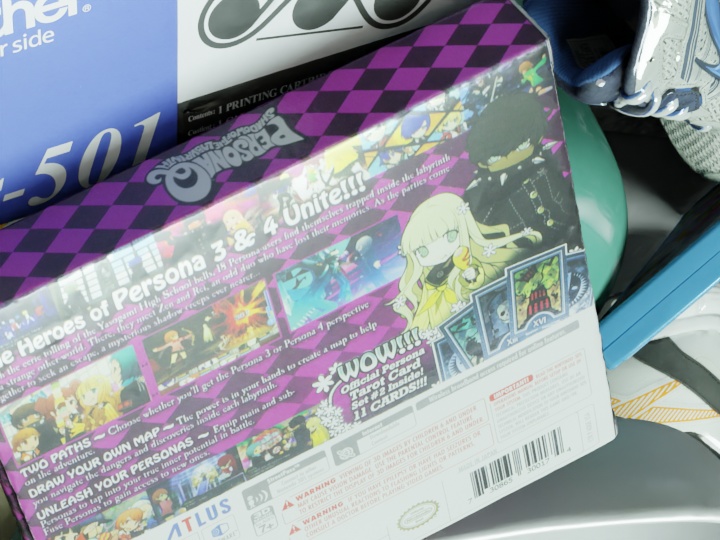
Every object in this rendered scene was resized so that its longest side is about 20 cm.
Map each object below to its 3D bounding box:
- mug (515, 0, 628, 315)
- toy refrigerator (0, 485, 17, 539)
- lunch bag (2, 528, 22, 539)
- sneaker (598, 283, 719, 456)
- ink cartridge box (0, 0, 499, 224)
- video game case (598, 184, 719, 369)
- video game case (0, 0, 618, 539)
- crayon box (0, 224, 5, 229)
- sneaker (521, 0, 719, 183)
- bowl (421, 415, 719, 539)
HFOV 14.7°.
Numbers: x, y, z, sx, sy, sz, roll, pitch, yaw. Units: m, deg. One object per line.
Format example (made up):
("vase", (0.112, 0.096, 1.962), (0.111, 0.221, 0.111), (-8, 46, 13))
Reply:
("mug", (0.010, -0.004, 0.985), (0.151, 0.115, 0.185), (-2, 139, -33))
("toy refrigerator", (-0.183, 0.032, 0.912), (0.200, 0.070, 0.076), (18, 103, -57))
("lunch bag", (-0.152, 0.135, 1.009), (0.199, 0.161, 0.077), (-11, 112, 6))
("sneaker", (0.065, 0.062, 1.114), (0.199, 0.080, 0.074), (-14, 173, -14))
("ink cartridge box", (-0.052, -0.078, 0.811), (0.199, 0.044, 0.094), (-19, 140, -21))
("video game case", (0.158, -0.038, 1.029), (0.143, 0.018, 0.200), (-42, 179, 21))
("video game case", (-0.021, 0.028, 0.868), (0.199, 0.036, 0.182), (-27, 136, -11))
("crayon box", (-0.171, -0.068, 0.826), (0.119, 0.058, 0.200), (-42, 144, 22))
("sneaker", (0.087, -0.082, 0.878), (0.085, 0.077, 0.200), (-48, 146, -15))
("bowl", (0.041, 0.125, 1.047), (0.199, 0.075, 0.200), (-5, 142, -12))
